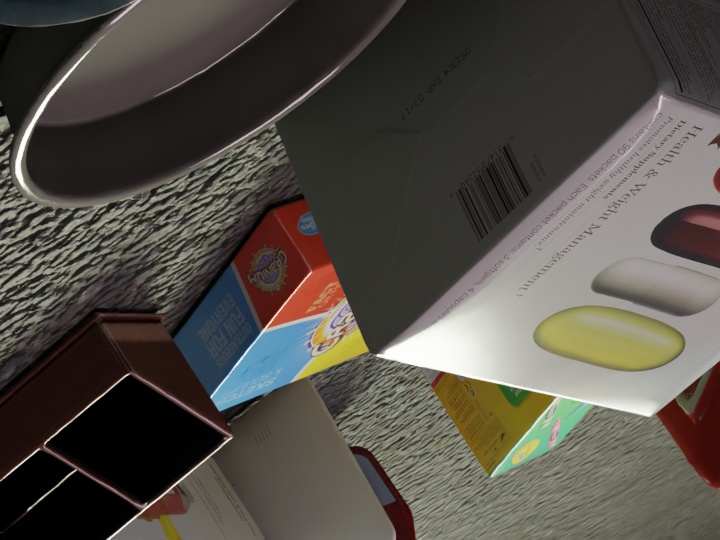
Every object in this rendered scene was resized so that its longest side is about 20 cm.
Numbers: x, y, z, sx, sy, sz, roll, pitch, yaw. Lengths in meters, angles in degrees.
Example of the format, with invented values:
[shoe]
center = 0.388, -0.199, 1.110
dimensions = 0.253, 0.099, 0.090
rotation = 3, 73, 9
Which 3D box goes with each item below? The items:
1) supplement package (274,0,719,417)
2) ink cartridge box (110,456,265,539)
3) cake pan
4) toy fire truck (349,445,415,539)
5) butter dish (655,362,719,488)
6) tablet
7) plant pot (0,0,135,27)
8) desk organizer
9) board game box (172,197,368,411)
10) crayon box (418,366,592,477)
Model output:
[supplement package]
center = 0.109, -0.055, 1.275
dimensions = 0.199, 0.148, 0.191
rotation = 13, 134, -44
[ink cartridge box]
center = -0.164, 0.173, 1.592
dimensions = 0.145, 0.084, 0.200
rotation = -40, 161, 16
[cake pan]
center = -0.060, -0.099, 1.098
dimensions = 0.200, 0.037, 0.200
rotation = -31, 164, -10
[toy fire truck]
center = -0.045, 0.219, 1.827
dimensions = 0.199, 0.168, 0.112
rotation = -34, 165, 0
[butter dish]
center = 0.251, 0.005, 1.612
dimensions = 0.147, 0.200, 0.201
rotation = 9, 117, -24
[tablet]
center = -0.081, 0.169, 1.679
dimensions = 0.200, 0.130, 0.014
rotation = -39, 152, 15
[plant pot]
center = -0.033, -0.182, 0.655
dimensions = 0.196, 0.200, 0.200
rotation = -29, 166, -44
[desk organizer]
center = -0.168, 0.112, 1.428
dimensions = 0.200, 0.077, 0.072
rotation = -40, 164, 19
[board game box]
center = 0.000, 0.000, 1.508
dimensions = 0.199, 0.040, 0.153
rotation = -21, 159, -41
[crayon box]
center = 0.103, 0.021, 1.632
dimensions = 0.058, 0.119, 0.200
rotation = -21, 160, -34
